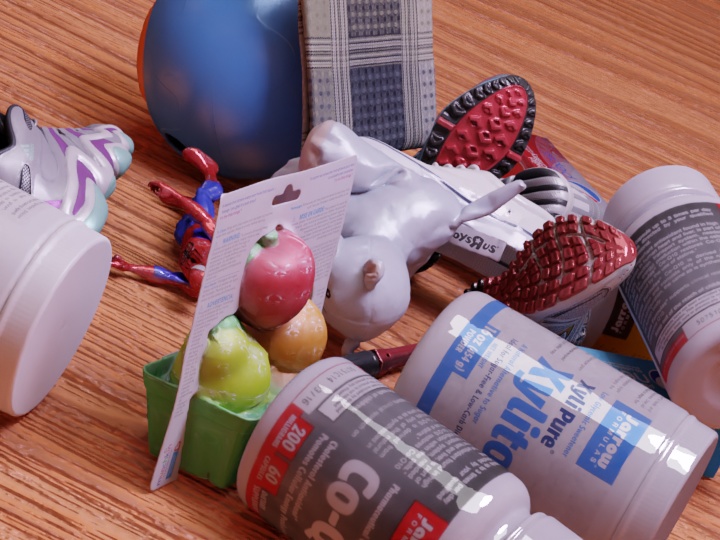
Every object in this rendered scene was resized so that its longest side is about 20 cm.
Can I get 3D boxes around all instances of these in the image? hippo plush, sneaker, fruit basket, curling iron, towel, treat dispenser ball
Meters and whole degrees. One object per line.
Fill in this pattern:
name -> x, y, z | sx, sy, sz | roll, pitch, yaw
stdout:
hippo plush -> 0.000, 0.000, 1.504 | 0.199, 0.160, 0.161 | 21, 48, 6
sneaker -> -0.249, -0.096, 1.447 | 0.140, 0.078, 0.200 | 41, 17, -17
fruit basket -> -0.071, 0.029, 1.240 | 0.093, 0.201, 0.185 | 17, 19, 23
sneaker -> 0.139, -0.042, 1.722 | 0.115, 0.076, 0.199 | 19, -12, -39
curling iron -> 0.018, 0.074, 1.451 | 0.199, 0.026, 0.050 | -1, 30, -45
towel -> 0.002, -0.197, 1.622 | 0.034, 0.202, 0.192 | 4, 9, 36
treat dispenser ball -> -0.095, -0.180, 1.674 | 0.200, 0.202, 0.201 | 20, 22, -9
sneaker -> 0.074, -0.097, 1.658 | 0.079, 0.200, 0.096 | 34, 18, -16
sneaker -> 0.072, -0.057, 1.586 | 0.199, 0.073, 0.071 | 31, 48, -6
sneaker -> 0.153, 0.020, 1.509 | 0.082, 0.200, 0.078 | 20, 59, -24

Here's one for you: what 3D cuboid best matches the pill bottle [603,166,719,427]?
pill bottle -> 0.266, 0.015, 1.498 | 0.113, 0.114, 0.201 | 13, 36, -25

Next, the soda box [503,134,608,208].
soda box -> 0.185, -0.061, 1.863 | 0.063, 0.070, 0.200 | 12, 25, -28

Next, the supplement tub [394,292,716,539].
supplement tub -> 0.127, 0.116, 1.309 | 0.199, 0.133, 0.132 | 29, 23, 16

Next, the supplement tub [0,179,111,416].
supplement tub -> -0.273, -0.008, 1.207 | 0.199, 0.133, 0.132 | 28, 22, 7

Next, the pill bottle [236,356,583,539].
pill bottle -> 0.032, 0.151, 1.177 | 0.199, 0.114, 0.114 | 33, 24, 22

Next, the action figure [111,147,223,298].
action figure -> -0.151, -0.041, 1.491 | 0.099, 0.065, 0.200 | 24, 20, -23

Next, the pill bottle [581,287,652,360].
pill bottle -> 0.235, 0.031, 1.654 | 0.199, 0.110, 0.109 | 15, 24, -20

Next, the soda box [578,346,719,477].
soda box -> 0.200, 0.108, 1.506 | 0.199, 0.064, 0.068 | 11, 26, -28
